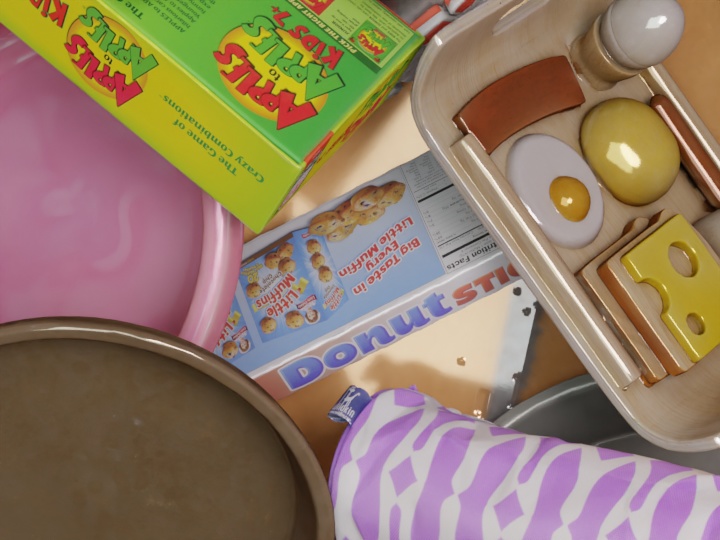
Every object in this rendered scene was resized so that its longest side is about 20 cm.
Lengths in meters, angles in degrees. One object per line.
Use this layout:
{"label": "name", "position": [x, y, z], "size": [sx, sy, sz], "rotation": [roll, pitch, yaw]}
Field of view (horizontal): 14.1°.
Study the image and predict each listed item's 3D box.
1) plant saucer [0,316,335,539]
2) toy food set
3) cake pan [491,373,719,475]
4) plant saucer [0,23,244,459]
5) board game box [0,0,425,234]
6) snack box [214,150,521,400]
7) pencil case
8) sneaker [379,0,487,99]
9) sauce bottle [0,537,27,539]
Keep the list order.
{"label": "plant saucer", "position": [-0.109, 0.094, 1.194], "size": [0.199, 0.030, 0.201], "rotation": [3, 126, 4]}
{"label": "toy food set", "position": [0.124, -0.037, 1.199], "size": [0.200, 0.143, 0.060], "rotation": [54, 136, 1]}
{"label": "cake pan", "position": [0.114, 0.133, 1.211], "size": [0.199, 0.037, 0.201], "rotation": [-11, 54, 16]}
{"label": "plant saucer", "position": [-0.126, -0.021, 1.234], "size": [0.200, 0.051, 0.202], "rotation": [1, 91, 32]}
{"label": "board game box", "position": [-0.083, -0.117, 1.159], "size": [0.200, 0.102, 0.048], "rotation": [39, 138, 3]}
{"label": "snack box", "position": [0.000, 0.000, 1.251], "size": [0.199, 0.024, 0.072], "rotation": [-27, 50, 5]}
{"label": "pencil case", "position": [0.082, 0.103, 1.174], "size": [0.199, 0.086, 0.084], "rotation": [16, 133, 30]}
{"label": "sneaker", "position": [-0.021, -0.104, 1.244], "size": [0.200, 0.077, 0.082], "rotation": [-36, 83, 4]}
{"label": "sauce bottle", "position": [-0.142, 0.104, 1.266], "size": [0.199, 0.066, 0.066], "rotation": [-7, 92, 2]}
